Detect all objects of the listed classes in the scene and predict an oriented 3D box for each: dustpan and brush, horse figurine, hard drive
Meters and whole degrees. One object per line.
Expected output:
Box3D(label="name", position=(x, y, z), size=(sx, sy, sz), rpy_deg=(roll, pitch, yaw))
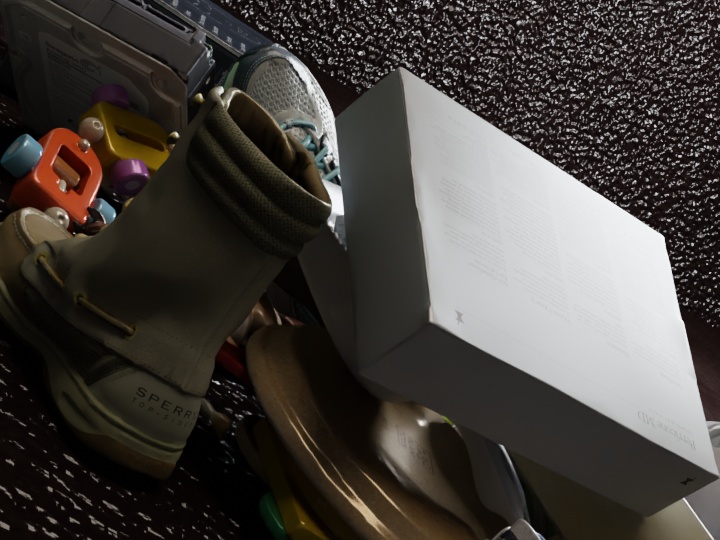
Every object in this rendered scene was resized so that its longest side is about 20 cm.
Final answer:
Box3D(label="dustpan and brush", position=(0.030, 0.039, 0.851), size=(0.139, 0.057, 0.201), rpy_deg=(17, 56, -68))
Box3D(label="horse figurine", position=(-0.068, 0.037, 0.966), size=(0.133, 0.050, 0.200), rpy_deg=(46, 16, 25))
Box3D(label="hard drive", position=(-0.159, -0.117, 1.132), size=(0.139, 0.038, 0.200), rpy_deg=(30, -23, 7))

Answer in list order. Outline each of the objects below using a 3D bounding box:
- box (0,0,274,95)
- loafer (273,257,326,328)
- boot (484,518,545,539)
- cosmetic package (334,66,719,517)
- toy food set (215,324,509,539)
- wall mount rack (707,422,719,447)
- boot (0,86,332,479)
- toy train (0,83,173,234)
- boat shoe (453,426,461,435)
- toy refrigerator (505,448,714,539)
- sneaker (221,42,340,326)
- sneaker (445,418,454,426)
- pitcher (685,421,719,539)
Box3D(label="box", position=(-0.160, -0.157, 1.378), size=(0.196, 0.124, 0.200), rpy_deg=(34, 10, -10))
Box3D(label="loafer", position=(0.000, 0.000, 0.990), size=(0.200, 0.073, 0.071), rpy_deg=(36, 8, 32))
Box3D(label="boot", position=(0.031, 0.132, 0.691), size=(0.200, 0.096, 0.074), rpy_deg=(26, 12, -41))
Box3D(label="cosmetic package", position=(0.079, 0.013, 0.842), size=(0.200, 0.052, 0.151), rpy_deg=(29, 38, -35))
Box3D(label="toy food set", position=(0.009, 0.100, 0.856), size=(0.198, 0.049, 0.200), rpy_deg=(38, 15, -30))
Box3D(label="wall mount rack", position=(0.196, 0.180, 1.006), size=(0.200, 0.074, 0.174), rpy_deg=(59, -21, 24))
Box3D(label="boot", position=(-0.095, -0.018, 0.812), size=(0.072, 0.155, 0.200), rpy_deg=(27, 12, -36))
Box3D(label="toy train", position=(-0.134, -0.025, 1.051), size=(0.200, 0.056, 0.151), rpy_deg=(41, 31, -28))
Box3D(label="boat shoe", position=(0.109, 0.157, 0.998), size=(0.067, 0.057, 0.200), rpy_deg=(-19, 37, -26))
Box3D(label="toy refrigerator", position=(0.125, 0.137, 0.901), size=(0.200, 0.070, 0.076), rpy_deg=(58, -13, 36))
Box3D(label="sneaker", position=(-0.027, -0.046, 1.118), size=(0.086, 0.077, 0.201), rpy_deg=(24, -46, 61))
Box3D(label="sneaker", position=(0.048, 0.061, 1.143), size=(0.074, 0.081, 0.200), rpy_deg=(35, 9, 2))
Box3D(label="pitcher", position=(0.262, 0.195, 1.140), size=(0.121, 0.172, 0.200), rpy_deg=(-23, 32, -40))
